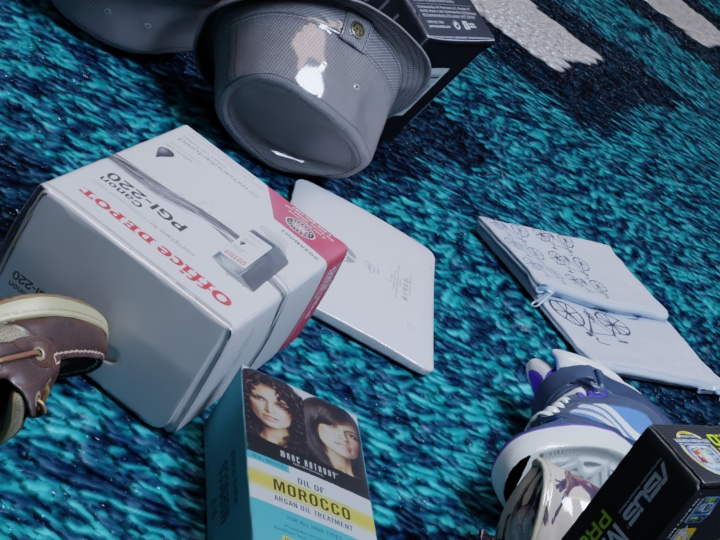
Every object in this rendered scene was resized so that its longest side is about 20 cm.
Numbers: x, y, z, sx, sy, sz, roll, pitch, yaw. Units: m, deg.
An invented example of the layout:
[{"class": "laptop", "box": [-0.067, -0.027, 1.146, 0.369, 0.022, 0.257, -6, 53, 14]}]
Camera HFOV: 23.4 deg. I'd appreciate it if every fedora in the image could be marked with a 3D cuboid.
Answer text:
[{"class": "fedora", "box": [-0.175, -0.234, 1.409, 0.198, 0.091, 0.177, 11, 29, -26]}, {"class": "fedora", "box": [-0.042, -0.135, 1.368, 0.200, 0.176, 0.091, 36, 47, -40]}]

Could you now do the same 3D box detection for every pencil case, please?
[{"class": "pencil case", "box": [0.170, 0.195, 1.058, 0.199, 0.090, 0.078, 28, -5, -13]}]

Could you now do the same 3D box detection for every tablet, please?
[{"class": "tablet", "box": [0.000, 0.000, 1.299, 0.129, 0.014, 0.200, 29, 23, -11]}]

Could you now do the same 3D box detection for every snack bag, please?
[{"class": "snack bag", "box": [0.210, 0.030, 1.503, 0.187, 0.021, 0.200, 13, 31, -41]}]

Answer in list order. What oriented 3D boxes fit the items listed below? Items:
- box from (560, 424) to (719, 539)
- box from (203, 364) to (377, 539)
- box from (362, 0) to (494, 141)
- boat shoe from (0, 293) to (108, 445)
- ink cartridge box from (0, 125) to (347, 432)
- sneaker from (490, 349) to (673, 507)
[{"class": "box", "box": [0.155, 0.170, 0.928, 0.159, 0.201, 0.044, 8, 34, -47]}, {"class": "box", "box": [-0.037, 0.137, 0.933, 0.082, 0.049, 0.201, 25, 25, -20]}, {"class": "box", "box": [-0.004, -0.234, 1.513, 0.104, 0.148, 0.201, -7, 62, -51]}, {"class": "boat shoe", "box": [-0.194, 0.055, 0.886, 0.200, 0.072, 0.073, 7, 63, -65]}, {"class": "ink cartridge box", "box": [-0.113, -0.002, 1.064, 0.145, 0.085, 0.200, 36, 25, 7]}, {"class": "sneaker", "box": [0.134, 0.111, 1.188, 0.199, 0.081, 0.146, 9, 25, -39]}]
